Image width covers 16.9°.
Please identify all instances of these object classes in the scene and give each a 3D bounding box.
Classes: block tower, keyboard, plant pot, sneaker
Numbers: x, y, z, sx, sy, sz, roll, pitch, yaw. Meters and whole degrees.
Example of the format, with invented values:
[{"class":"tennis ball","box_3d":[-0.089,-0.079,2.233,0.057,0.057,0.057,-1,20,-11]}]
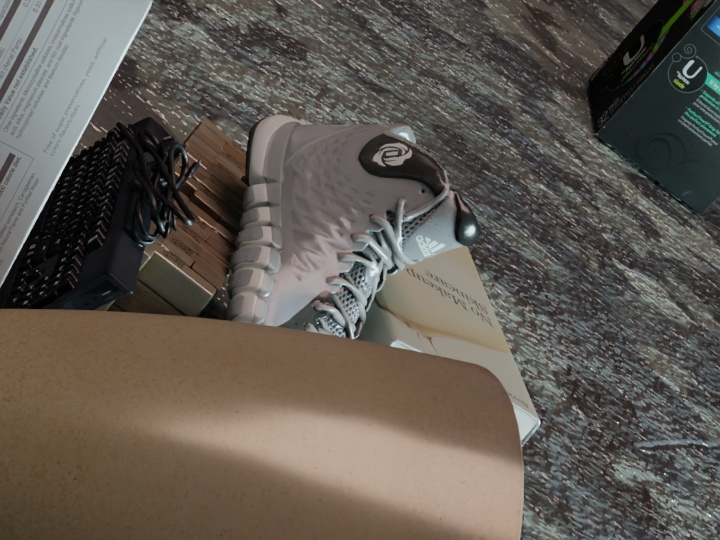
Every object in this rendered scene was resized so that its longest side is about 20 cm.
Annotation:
[{"class":"block tower","box_3d":[-0.091,-0.014,1.209,0.058,0.054,0.200,38,20,-5]},{"class":"keyboard","box_3d":[-0.125,-0.034,1.111,0.040,0.104,0.200,60,11,-22]},{"class":"plant pot","box_3d":[-0.075,0.089,0.861,0.200,0.187,0.187,22,25,-20]},{"class":"sneaker","box_3d":[0.000,0.000,1.171,0.075,0.115,0.200,73,15,-53]}]

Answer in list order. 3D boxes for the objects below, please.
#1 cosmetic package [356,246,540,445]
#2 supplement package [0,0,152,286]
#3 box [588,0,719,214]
[{"class":"cosmetic package","box_3d":[0.015,0.027,1.290,0.104,0.073,0.200,30,21,-28]},{"class":"supplement package","box_3d":[-0.222,-0.098,0.942,0.200,0.151,0.152,28,0,-32]},{"class":"box","box_3d":[0.308,-0.178,2.088,0.124,0.200,0.149,36,19,-12]}]
